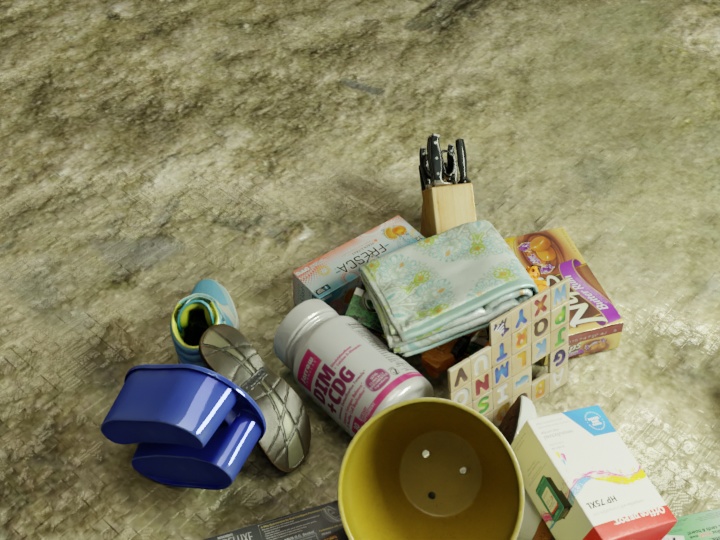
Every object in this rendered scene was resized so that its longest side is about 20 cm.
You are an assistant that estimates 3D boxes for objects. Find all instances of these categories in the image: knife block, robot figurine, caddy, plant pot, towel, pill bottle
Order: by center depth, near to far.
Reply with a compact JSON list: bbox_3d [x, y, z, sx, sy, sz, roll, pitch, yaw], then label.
[{"bbox_3d":[0.084,0.236,1.101,0.197,0.204,0.142,12,1,11],"label":"plant pot"},{"bbox_3d":[-0.204,0.174,1.160,0.197,0.142,0.106,-4,41,34],"label":"caddy"},{"bbox_3d":[-0.014,0.130,1.248,0.113,0.115,0.199,-32,53,-29],"label":"pill bottle"},{"bbox_3d":[0.107,0.016,1.270,0.197,0.049,0.172,-21,39,-4],"label":"towel"},{"bbox_3d":[0.174,0.071,1.293,0.144,0.059,0.200,33,66,23],"label":"robot figurine"},{"bbox_3d":[0.130,-0.090,1.429,0.063,0.177,0.202,-7,45,-7],"label":"knife block"}]

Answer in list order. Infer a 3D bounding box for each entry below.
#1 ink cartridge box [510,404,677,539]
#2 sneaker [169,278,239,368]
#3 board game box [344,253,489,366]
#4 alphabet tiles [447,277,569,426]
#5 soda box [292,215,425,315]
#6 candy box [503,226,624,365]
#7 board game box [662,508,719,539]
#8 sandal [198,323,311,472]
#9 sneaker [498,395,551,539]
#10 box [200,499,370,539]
[{"bbox_3d":[0.262,0.254,1.091,0.115,0.068,0.201,-6,48,-31],"label":"ink cartridge box"},{"bbox_3d":[-0.204,0.056,1.305,0.078,0.132,0.202,-5,44,-4],"label":"sneaker"},{"bbox_3d":[0.085,0.060,1.340,0.197,0.024,0.106,21,66,3],"label":"board game box"},{"bbox_3d":[0.187,0.118,1.226,0.198,0.169,0.008,-27,39,-26],"label":"alphabet tiles"},{"bbox_3d":[0.000,0.000,1.415,0.198,0.064,0.068,-29,52,-26],"label":"soda box"},{"bbox_3d":[0.272,0.032,1.394,0.115,0.057,0.201,-11,45,-11],"label":"candy box"},{"bbox_3d":[0.423,0.333,1.113,0.197,0.029,0.136,-8,46,-10],"label":"board game box"},{"bbox_3d":[-0.133,0.158,1.222,0.082,0.055,0.201,-39,89,-32],"label":"sandal"},{"bbox_3d":[0.201,0.244,1.183,0.084,0.073,0.202,25,44,-9],"label":"sneaker"},{"bbox_3d":[-0.073,0.346,1.072,0.197,0.050,0.159,-13,46,-15],"label":"box"}]
